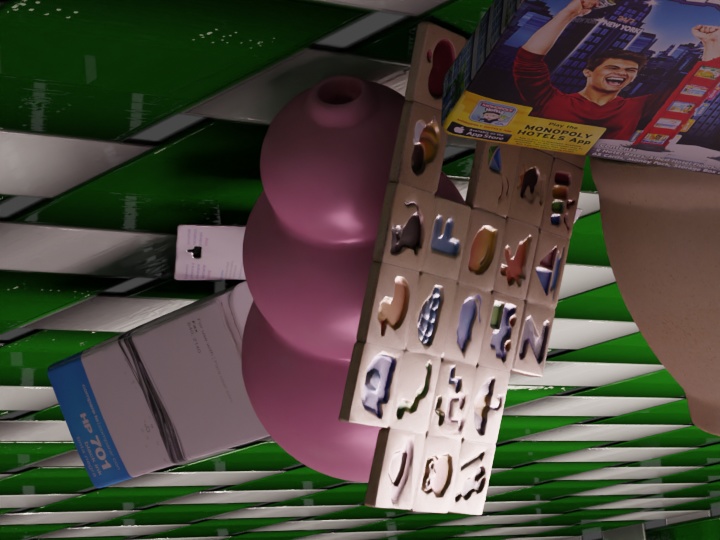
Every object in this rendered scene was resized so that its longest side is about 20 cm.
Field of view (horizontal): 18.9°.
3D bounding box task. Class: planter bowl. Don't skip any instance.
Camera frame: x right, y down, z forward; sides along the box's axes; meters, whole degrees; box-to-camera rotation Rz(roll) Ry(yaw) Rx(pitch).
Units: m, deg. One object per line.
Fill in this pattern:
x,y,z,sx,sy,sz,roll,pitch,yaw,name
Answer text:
0.210,0.005,1.013,0.198,0.136,0.200,-4,-172,0,planter bowl

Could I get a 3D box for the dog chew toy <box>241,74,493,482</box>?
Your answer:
0.000,0.000,0.983,0.123,0.125,0.201,-7,130,2,dog chew toy

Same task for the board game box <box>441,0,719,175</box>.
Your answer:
0.150,-0.105,0.746,0.198,0.062,0.200,7,153,-15,board game box

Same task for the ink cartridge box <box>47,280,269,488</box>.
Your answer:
-0.067,0.051,1.259,0.146,0.087,0.199,-22,-178,-38,ink cartridge box

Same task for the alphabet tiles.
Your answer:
0.048,0.007,0.949,0.007,0.202,0.167,11,178,31,alphabet tiles

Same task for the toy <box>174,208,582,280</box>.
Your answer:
0.005,-0.028,1.103,0.198,0.048,0.115,1,166,-6,toy
